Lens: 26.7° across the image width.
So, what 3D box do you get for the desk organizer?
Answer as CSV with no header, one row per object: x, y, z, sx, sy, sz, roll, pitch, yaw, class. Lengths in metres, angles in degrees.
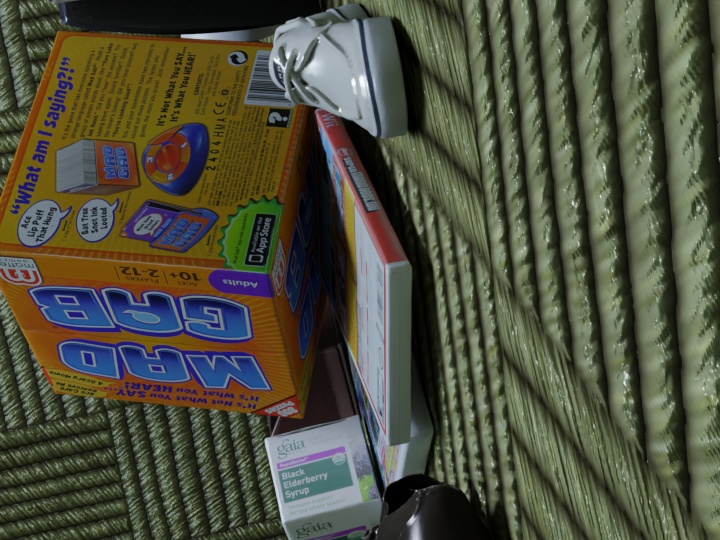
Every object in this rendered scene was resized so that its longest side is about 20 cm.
-0.051,0.069,1.314,0.200,0.077,0.072,-104,0,-72,desk organizer

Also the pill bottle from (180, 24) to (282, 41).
-0.118,-0.291,1.234,0.120,0.119,0.200,-118,17,-66,pill bottle

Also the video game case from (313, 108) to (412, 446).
0.000,0.000,1.014,0.200,0.017,0.143,-114,18,-52,video game case

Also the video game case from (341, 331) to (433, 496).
0.016,0.074,1.126,0.200,0.024,0.182,95,162,-63,video game case

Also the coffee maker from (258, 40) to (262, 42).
-0.121,-0.138,1.369,0.200,0.134,0.192,169,107,-75,coffee maker

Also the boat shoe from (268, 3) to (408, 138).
-0.019,-0.121,0.911,0.200,0.070,0.071,-118,18,-68,boat shoe

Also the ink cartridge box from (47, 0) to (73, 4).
-0.122,-0.250,0.999,0.145,0.200,0.085,120,139,-79,ink cartridge box

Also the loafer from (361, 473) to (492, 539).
0.042,0.157,0.906,0.200,0.073,0.071,139,130,-76,loafer

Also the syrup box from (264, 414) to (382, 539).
-0.016,0.205,1.247,0.200,0.079,0.082,75,180,-57,syrup box

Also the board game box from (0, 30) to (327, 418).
-0.132,-0.033,1.122,0.200,0.199,0.200,82,-164,-56,board game box

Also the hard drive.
-0.135,-0.236,1.120,0.042,0.200,0.135,-28,71,61,hard drive
